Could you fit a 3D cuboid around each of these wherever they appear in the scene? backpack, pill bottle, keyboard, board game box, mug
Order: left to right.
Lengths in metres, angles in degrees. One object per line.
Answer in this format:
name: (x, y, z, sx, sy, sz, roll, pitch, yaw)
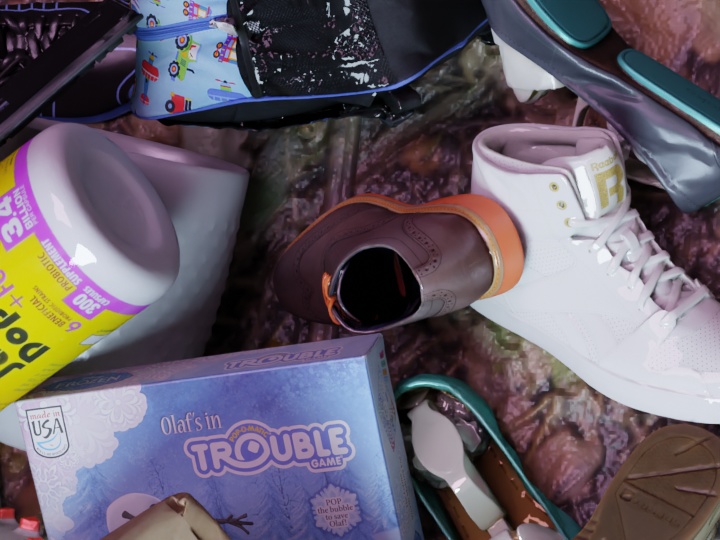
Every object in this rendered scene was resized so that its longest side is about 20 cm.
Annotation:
pill bottle: (-0.197, 0.017, 1.341, 0.200, 0.104, 0.105, -35, 64, 21)
keyboard: (-0.201, -0.076, 1.384, 0.200, 0.021, 0.127, -40, 19, -5)
mug: (-0.165, 0.009, 1.479, 0.200, 0.147, 0.177, 21, 99, 57)
board game box: (-0.066, 0.145, 1.371, 0.199, 0.043, 0.200, -8, 102, 17)
backpack: (-0.037, -0.154, 1.411, 0.199, 0.183, 0.135, -7, 109, 30)

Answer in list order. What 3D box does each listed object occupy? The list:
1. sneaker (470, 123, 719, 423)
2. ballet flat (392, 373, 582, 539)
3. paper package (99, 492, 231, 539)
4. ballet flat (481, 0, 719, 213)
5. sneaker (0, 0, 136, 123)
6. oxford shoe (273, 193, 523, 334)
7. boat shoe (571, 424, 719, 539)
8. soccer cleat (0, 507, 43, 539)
sneaker: (0.131, -0.005, 1.320, 0.199, 0.074, 0.116, 26, 134, 31)
ballet flat: (0.070, 0.134, 1.351, 0.067, 0.070, 0.200, -42, 63, 13)
paper package: (-0.084, 0.219, 1.261, 0.103, 0.200, 0.191, -40, 92, -22)
ballet flat: (0.119, -0.102, 1.367, 0.200, 0.073, 0.073, 41, 99, 11)
sneaker: (-0.203, -0.127, 1.557, 0.199, 0.078, 0.071, -10, 73, 27)
oxford shoe: (0.000, 0.000, 1.382, 0.200, 0.072, 0.072, -14, 99, 56)
boat shoe: (0.119, 0.167, 1.277, 0.071, 0.065, 0.200, 34, 67, 29)
soccer cleat: (-0.223, 0.166, 1.437, 0.200, 0.069, 0.078, 15, 99, 61)
